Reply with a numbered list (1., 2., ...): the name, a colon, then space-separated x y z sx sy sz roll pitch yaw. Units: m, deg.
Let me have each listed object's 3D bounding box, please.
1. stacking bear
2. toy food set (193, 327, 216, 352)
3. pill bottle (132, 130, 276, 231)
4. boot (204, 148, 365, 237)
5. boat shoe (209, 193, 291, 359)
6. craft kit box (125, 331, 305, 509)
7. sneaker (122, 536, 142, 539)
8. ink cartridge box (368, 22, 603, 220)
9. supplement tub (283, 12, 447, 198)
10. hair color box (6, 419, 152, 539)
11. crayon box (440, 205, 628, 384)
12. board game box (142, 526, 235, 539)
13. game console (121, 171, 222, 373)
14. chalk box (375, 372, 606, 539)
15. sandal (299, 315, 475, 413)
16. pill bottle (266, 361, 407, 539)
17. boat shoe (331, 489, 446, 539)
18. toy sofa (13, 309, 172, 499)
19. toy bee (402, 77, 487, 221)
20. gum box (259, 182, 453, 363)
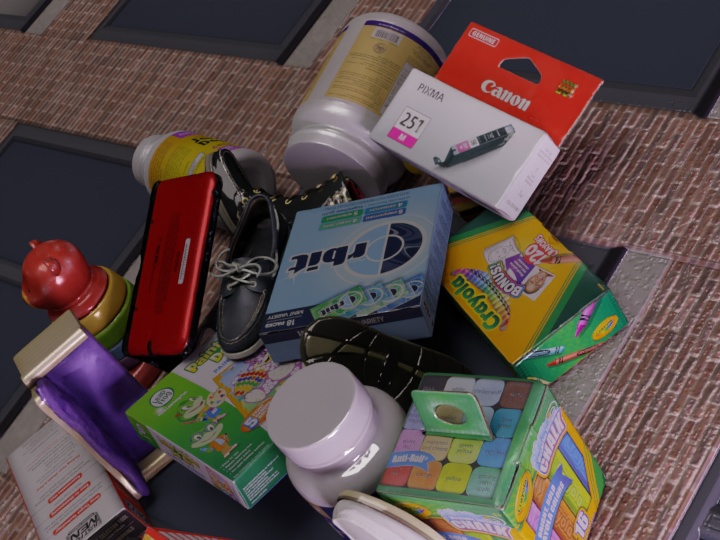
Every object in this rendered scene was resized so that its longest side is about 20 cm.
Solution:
1. stacking bear: -0.315 0.044 1.558 0.114 0.200 0.121 -39 40 -1
2. toy food set: -0.102 0.113 1.444 0.200 0.060 0.144 -6 50 27
3. pill bottle: -0.204 -0.118 1.703 0.200 0.104 0.104 20 66 44
4. boot: -0.079 -0.078 1.539 0.154 0.073 0.204 -32 74 19
5. boat shoe: -0.115 0.003 1.419 0.075 0.062 0.200 -3 46 22
6. craft kit box: -0.105 0.123 1.354 0.200 0.049 0.197 -42 36 -23
7. sneaker: -0.163 0.327 1.296 0.115 0.075 0.200 -28 51 4
8. ink cartridge box: 0.129 -0.168 1.419 0.200 0.044 0.174 33 90 39
9. supplement tub: 0.007 -0.186 1.582 0.145 0.145 0.200 4 56 38
10. hair color box: -0.309 0.245 1.475 0.101 0.061 0.200 -39 39 -2
11. crayon box: 0.160 0.020 1.348 0.119 0.058 0.200 -38 40 -1
12. board game box: -0.085 0.294 1.198 0.200 0.151 0.046 20 90 44
13. game console: -0.183 0.008 1.495 0.172 0.119 0.200 -5 72 47
14. chalk box: 0.105 0.169 1.140 0.125 0.200 0.124 1 53 36
15. sandal: 0.036 0.103 1.288 0.080 0.201 0.057 -61 2 -12
16. pill bottle: 0.003 0.174 1.210 0.119 0.200 0.120 -20 43 20
17. boat shoe: 0.053 0.260 1.115 0.068 0.200 0.075 -54 0 -21
18. toy sofa: -0.269 0.145 1.434 0.083 0.200 0.098 -41 34 -5
19. toy bee: 0.103 -0.155 1.516 0.131 0.109 0.200 -35 41 6
20. gum box: 0.000 0.000 1.377 0.170 0.045 0.200 -10 36 19
